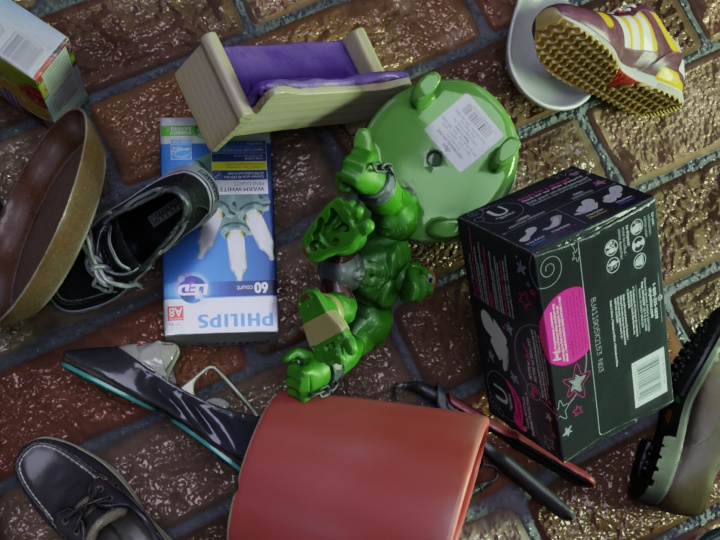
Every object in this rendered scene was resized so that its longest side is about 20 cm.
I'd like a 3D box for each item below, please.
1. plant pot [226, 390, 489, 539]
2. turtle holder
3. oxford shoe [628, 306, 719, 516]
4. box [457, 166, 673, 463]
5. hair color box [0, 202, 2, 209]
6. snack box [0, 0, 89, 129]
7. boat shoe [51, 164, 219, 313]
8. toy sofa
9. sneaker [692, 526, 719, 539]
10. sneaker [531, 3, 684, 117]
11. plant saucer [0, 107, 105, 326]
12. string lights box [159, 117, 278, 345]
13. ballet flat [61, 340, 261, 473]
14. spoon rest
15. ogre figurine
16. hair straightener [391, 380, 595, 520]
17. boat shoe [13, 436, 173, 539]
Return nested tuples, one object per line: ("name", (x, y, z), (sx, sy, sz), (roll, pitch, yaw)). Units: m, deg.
("plant pot", (-0.003, 0.190, 0.984), (0.176, 0.201, 0.202), (16, 74, 10))
("turtle holder", (0.064, -0.077, 1.080), (0.140, 0.132, 0.187), (20, 91, 8))
("oxford shoe", (0.317, 0.128, 1.094), (0.084, 0.073, 0.201), (22, 86, -3))
("box", (0.176, 0.033, 1.021), (0.132, 0.115, 0.201), (-24, 119, -22))
("hair color box", (-0.432, -0.046, 1.052), (0.199, 0.064, 0.112), (17, 74, -3))
("snack box", (-0.344, -0.214, 1.064), (0.199, 0.142, 0.053), (34, 75, 2))
("boat shoe", (-0.205, -0.016, 1.017), (0.199, 0.068, 0.074), (-28, 99, 26))
("toy sofa", (-0.054, -0.172, 1.064), (0.199, 0.097, 0.083), (-14, 74, -46))
("sneaker", (0.278, 0.300, 1.036), (0.077, 0.080, 0.200), (38, 75, 4))
("sneaker", (0.236, -0.220, 1.142), (0.199, 0.075, 0.091), (23, 65, -39))
("plant saucer", (-0.267, -0.040, 1.017), (0.034, 0.200, 0.201), (25, 72, -29))
("string lights box", (-0.129, -0.035, 1.086), (0.102, 0.059, 0.201), (-2, 76, -8))
("ballet flat", (-0.159, 0.104, 1.042), (0.199, 0.073, 0.073), (32, 74, -4))
("spoon rest", (0.171, -0.249, 1.173), (0.099, 0.061, 0.201), (-12, 76, -24))
("ogre figurine", (0.000, 0.000, 0.977), (0.098, 0.120, 0.201), (0, 97, 30))
("hair straightener", (0.107, 0.166, 1.071), (0.199, 0.041, 0.077), (33, 74, 3))
("boat shoe", (-0.214, 0.213, 1.008), (0.200, 0.065, 0.072), (45, 77, 7))
